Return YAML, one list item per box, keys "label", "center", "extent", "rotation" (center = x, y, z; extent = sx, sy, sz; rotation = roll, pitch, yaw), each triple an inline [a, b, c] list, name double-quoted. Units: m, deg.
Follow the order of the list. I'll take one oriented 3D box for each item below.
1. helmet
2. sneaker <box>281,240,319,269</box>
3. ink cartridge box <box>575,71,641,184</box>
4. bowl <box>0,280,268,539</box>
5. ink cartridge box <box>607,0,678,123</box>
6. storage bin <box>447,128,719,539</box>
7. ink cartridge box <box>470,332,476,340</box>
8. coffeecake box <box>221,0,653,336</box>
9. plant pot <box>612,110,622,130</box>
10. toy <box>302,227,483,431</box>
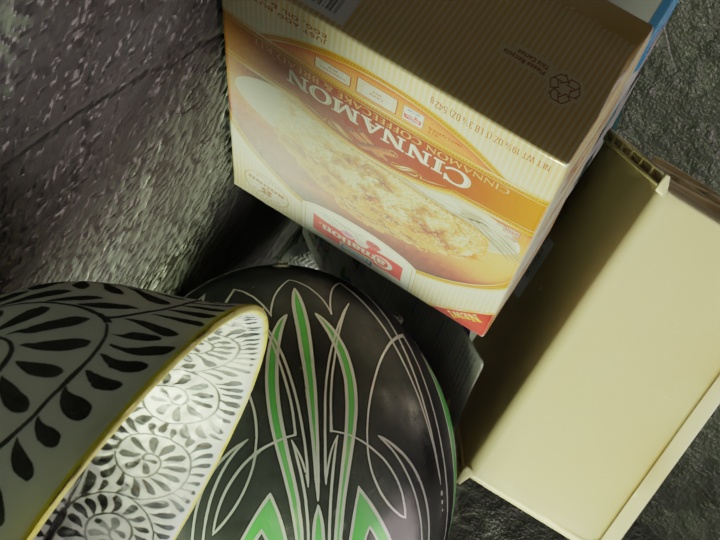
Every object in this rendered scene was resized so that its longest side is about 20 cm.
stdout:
- label: "helmet"
  center: [-0.040, 0.104, 0.672]
  extent: [0.200, 0.200, 0.191]
  rotation: [-54, 171, -34]
- label: "sneaker"
  center: [0.000, 0.000, 0.958]
  extent: [0.200, 0.115, 0.075]
  rotation: [4, 104, -41]
- label: "ink cartridge box"
  center: [0.119, -0.116, 1.028]
  extent: [0.083, 0.146, 0.200]
  rotation: [-54, 170, -27]
- label: "bowl"
  center: [-0.122, 0.074, 0.409]
  extent: [0.201, 0.094, 0.201]
  rotation: [-58, 172, -12]
- label: "ink cartridge box"
  center: [0.088, -0.122, 0.802]
  extent: [0.147, 0.146, 0.200]
  rotation: [-57, 173, -11]
- label: "storage bin"
  center: [0.142, 0.033, 0.751]
  extent: [0.200, 0.094, 0.199]
  rotation: [-58, -174, 13]
- label: "ink cartridge box"
  center: [0.301, 0.160, 3.196]
  extent: [0.083, 0.147, 0.200]
  rotation: [-56, 173, -28]
- label: "coffeecake box"
  center: [0.022, -0.068, 0.565]
  extent: [0.073, 0.153, 0.200]
  rotation: [-56, 171, -19]
- label: "plant pot"
  center: [0.254, -0.209, 1.592]
  extent: [0.141, 0.141, 0.200]
  rotation: [104, 11, -66]
- label: "toy"
  center: [0.026, 0.008, 0.759]
  extent: [0.047, 0.200, 0.115]
  rotation: [-14, 144, -26]
